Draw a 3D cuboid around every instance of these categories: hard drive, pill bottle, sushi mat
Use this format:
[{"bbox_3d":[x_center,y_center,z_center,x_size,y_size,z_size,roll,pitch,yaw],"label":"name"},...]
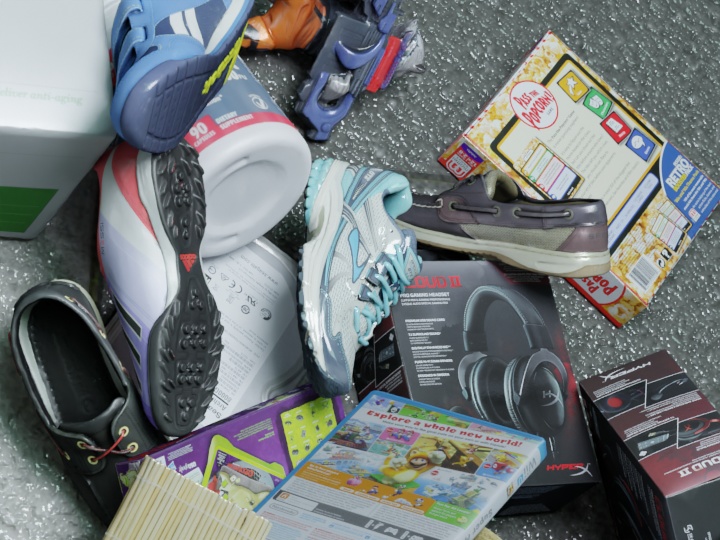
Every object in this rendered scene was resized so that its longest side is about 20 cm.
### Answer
[{"bbox_3d":[-0.109,0.055,1.681,0.140,0.038,0.200,38,54,-6],"label":"hard drive"},{"bbox_3d":[-0.134,-0.118,1.687,0.119,0.120,0.200,-16,55,-35],"label":"pill bottle"},{"bbox_3d":[-0.141,0.228,1.517,0.095,0.012,0.201,27,89,-10],"label":"sushi mat"}]

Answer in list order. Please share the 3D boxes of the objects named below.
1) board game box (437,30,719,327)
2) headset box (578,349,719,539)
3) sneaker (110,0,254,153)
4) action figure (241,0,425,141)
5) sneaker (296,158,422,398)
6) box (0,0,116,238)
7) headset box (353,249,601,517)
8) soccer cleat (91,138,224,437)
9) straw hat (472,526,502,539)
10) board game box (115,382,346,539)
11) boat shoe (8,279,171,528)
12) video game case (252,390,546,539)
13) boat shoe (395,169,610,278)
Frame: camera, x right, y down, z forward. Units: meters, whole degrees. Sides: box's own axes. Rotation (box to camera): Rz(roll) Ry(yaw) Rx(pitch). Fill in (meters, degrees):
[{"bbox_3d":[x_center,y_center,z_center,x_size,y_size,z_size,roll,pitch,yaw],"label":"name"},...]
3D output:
[{"bbox_3d":[0.180,-0.076,1.907,0.200,0.046,0.152,43,53,-3],"label":"board game box"},{"bbox_3d":[0.234,0.170,1.682,0.075,0.200,0.149,-20,118,-6],"label":"headset box"},{"bbox_3d":[-0.134,-0.140,1.562,0.082,0.074,0.200,25,28,2],"label":"sneaker"},{"bbox_3d":[-0.024,-0.215,1.813,0.193,0.200,0.105,30,16,-21],"label":"action figure"},{"bbox_3d":[0.000,0.000,1.663,0.086,0.078,0.201,1,53,3],"label":"sneaker"},{"bbox_3d":[-0.289,-0.147,1.600,0.198,0.171,0.201,4,63,-27],"label":"box"},{"bbox_3d":[0.077,0.078,1.749,0.148,0.077,0.201,0,67,-29],"label":"headset box"},{"bbox_3d":[-0.140,0.011,1.578,0.068,0.073,0.201,-1,85,-54],"label":"soccer cleat"},{"bbox_3d":[0.017,0.252,1.535,0.201,0.200,0.085,-40,123,-38],"label":"straw hat"},{"bbox_3d":[-0.075,0.157,1.603,0.200,0.032,0.121,-20,95,-47],"label":"board game box"},{"bbox_3d":[-0.175,0.103,1.574,0.073,0.063,0.202,-24,94,6],"label":"boat shoe"},{"bbox_3d":[0.014,0.156,1.580,0.143,0.018,0.200,14,39,31],"label":"video game case"},{"bbox_3d":[0.099,-0.043,1.767,0.072,0.199,0.065,-9,110,-54],"label":"boat shoe"}]
